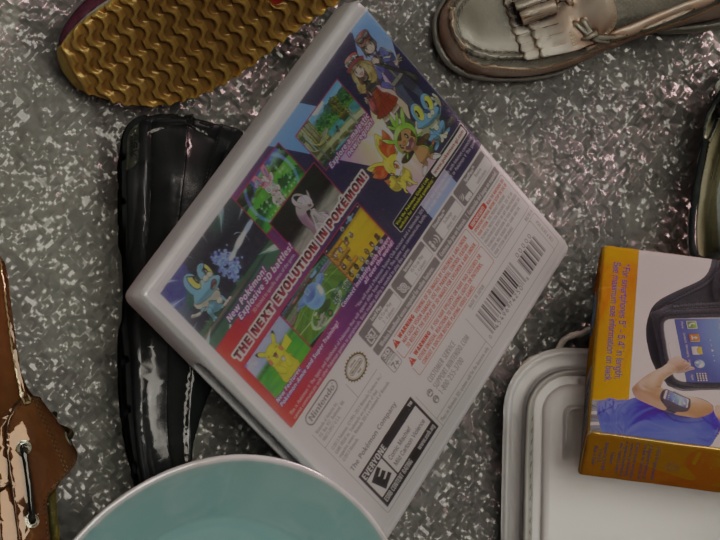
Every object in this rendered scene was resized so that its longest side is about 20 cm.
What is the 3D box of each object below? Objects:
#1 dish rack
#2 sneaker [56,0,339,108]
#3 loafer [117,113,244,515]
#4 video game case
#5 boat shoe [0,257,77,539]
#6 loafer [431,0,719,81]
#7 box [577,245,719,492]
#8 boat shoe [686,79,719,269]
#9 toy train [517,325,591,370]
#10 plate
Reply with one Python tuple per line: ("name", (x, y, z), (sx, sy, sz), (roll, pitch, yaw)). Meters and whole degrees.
("dish rack", (0.172, 0.127, 1.076), (0.198, 0.044, 0.174), (1, 89, -2))
("sneaker", (-0.066, -0.155, 1.085), (0.199, 0.090, 0.075), (-27, 125, 0))
("loafer", (-0.084, 0.021, 1.039), (0.070, 0.068, 0.203), (1, 76, -8))
("video game case", (0.000, 0.000, 1.056), (0.182, 0.023, 0.201), (47, 61, -23))
("boat shoe", (-0.171, 0.087, 1.004), (0.067, 0.072, 0.202), (1, 89, -21))
("loafer", (0.135, -0.153, 1.146), (0.198, 0.063, 0.073), (-14, 83, -20))
("box", (0.210, 0.055, 1.044), (0.198, 0.042, 0.120), (6, 51, 5))
("boat shoe", (0.217, -0.076, 1.134), (0.060, 0.075, 0.202), (31, 54, -33))
("toy train", (0.186, 0.085, 1.121), (0.200, 0.056, 0.151), (41, 70, -7))
("plate", (-0.068, 0.185, 1.015), (0.198, 0.026, 0.202), (-3, 99, -22))
